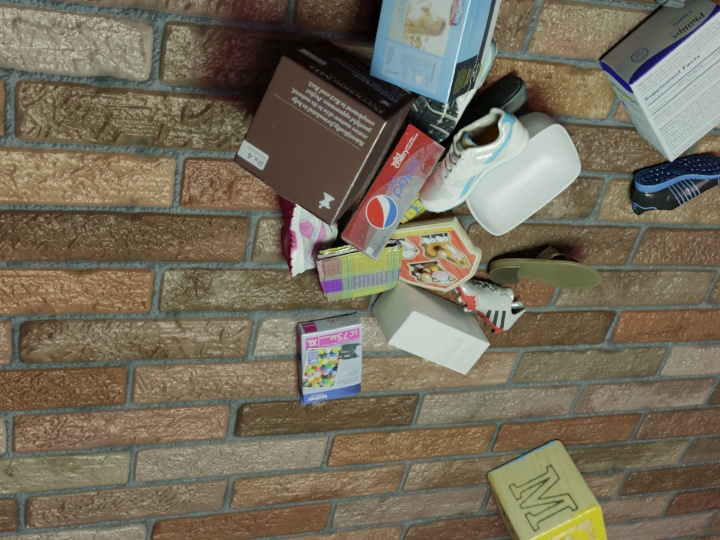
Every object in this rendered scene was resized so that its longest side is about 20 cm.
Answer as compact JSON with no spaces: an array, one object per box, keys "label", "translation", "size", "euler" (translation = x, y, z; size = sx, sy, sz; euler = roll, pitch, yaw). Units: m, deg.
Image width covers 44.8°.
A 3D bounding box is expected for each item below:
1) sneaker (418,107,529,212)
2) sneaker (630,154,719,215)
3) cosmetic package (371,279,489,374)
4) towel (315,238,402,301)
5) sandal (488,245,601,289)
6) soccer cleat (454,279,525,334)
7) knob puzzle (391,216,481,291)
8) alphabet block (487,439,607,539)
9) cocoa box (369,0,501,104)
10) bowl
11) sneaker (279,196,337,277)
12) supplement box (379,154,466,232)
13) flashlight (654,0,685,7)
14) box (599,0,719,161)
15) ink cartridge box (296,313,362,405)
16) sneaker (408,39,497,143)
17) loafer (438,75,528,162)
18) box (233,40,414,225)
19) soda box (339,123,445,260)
[{"label":"sneaker","translation":[0.160,-0.172,1.342],"size":[0.199,0.077,0.080],"euler":[-41,140,19]},{"label":"sneaker","translation":[0.594,-0.157,1.625],"size":[0.195,0.071,0.079],"euler":[-11,133,-6]},{"label":"cosmetic package","translation":[0.129,0.101,1.598],"size":[0.197,0.108,0.085],"euler":[23,115,-32]},{"label":"towel","translation":[0.000,0.000,1.461],"size":[0.140,0.023,0.201],"euler":[-10,159,-2]},{"label":"sandal","translation":[0.343,-0.017,1.628],"size":[0.206,0.071,0.078],"euler":[2,143,4]},{"label":"soccer cleat","translation":[0.239,0.050,1.629],"size":[0.085,0.069,0.199],"euler":[-37,134,14]},{"label":"knob puzzle","translation":[0.114,-0.012,1.493],"size":[0.214,0.031,0.221],"euler":[7,149,4]},{"label":"alphabet block","translation":[0.426,0.547,1.983],"size":[0.193,0.201,0.197],"euler":[-26,130,-1]},{"label":"cocoa box","translation":[0.110,-0.356,1.200],"size":[0.131,0.131,0.204],"euler":[-37,145,-52]},{"label":"bowl","translation":[0.256,-0.167,1.451],"size":[0.199,0.075,0.199],"euler":[-39,147,8]},{"label":"sneaker","translation":[-0.080,-0.084,1.403],"size":[0.086,0.082,0.203],"euler":[-11,136,-15]},{"label":"supplement box","translation":[0.090,-0.106,1.457],"size":[0.067,0.069,0.199],"euler":[-45,126,12]},{"label":"flashlight","translation":[0.419,-0.443,1.340],"size":[0.196,0.068,0.069],"euler":[5,122,-24]},{"label":"box","translation":[0.528,-0.322,1.448],"size":[0.183,0.106,0.200],"euler":[-39,130,10]},{"label":"ink cartridge box","translation":[-0.056,0.177,1.625],"size":[0.117,0.042,0.203],"euler":[-9,129,-15]},{"label":"sneaker","translation":[0.150,-0.275,1.351],"size":[0.086,0.078,0.201],"euler":[-31,163,-51]},{"label":"loafer","translation":[0.190,-0.228,1.408],"size":[0.198,0.072,0.063],"euler":[-36,136,4]},{"label":"box","translation":[-0.045,-0.197,1.214],"size":[0.164,0.200,0.166],"euler":[32,114,2]},{"label":"soda box","translation":[0.047,-0.119,1.339],"size":[0.069,0.063,0.202],"euler":[32,89,-5]}]
